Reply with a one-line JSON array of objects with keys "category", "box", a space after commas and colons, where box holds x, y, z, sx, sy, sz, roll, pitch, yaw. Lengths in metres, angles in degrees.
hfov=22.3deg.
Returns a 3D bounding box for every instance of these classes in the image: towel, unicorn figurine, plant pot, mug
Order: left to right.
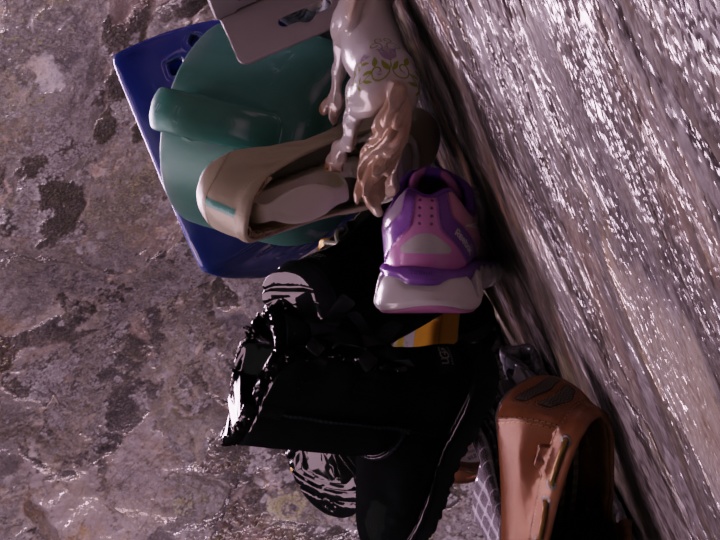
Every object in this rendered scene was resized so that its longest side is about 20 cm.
[{"category": "mug", "box": [-0.062, -0.087, 1.294, 0.185, 0.114, 0.153, -46, -37, -47]}, {"category": "plant pot", "box": [-0.067, -0.118, 1.530, 0.201, 0.179, 0.200, 66, -171, 6]}, {"category": "unicorn figurine", "box": [-0.001, -0.141, 1.159, 0.200, 0.073, 0.138, 57, 151, 37]}, {"category": "towel", "box": [0.127, 0.169, 1.246, 0.201, 0.085, 0.166, -115, 3, -47]}]

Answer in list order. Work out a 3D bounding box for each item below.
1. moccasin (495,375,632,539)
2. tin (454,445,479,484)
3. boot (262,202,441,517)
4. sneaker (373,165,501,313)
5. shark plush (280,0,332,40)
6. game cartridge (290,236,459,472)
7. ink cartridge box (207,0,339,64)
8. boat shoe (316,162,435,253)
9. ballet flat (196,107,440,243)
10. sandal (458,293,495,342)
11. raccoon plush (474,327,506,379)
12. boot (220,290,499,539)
[{"category": "moccasin", "box": [0.126, 0.157, 1.061, 0.077, 0.073, 0.203, 24, 125, 44]}, {"category": "tin", "box": [0.070, 0.089, 1.617, 0.201, 0.111, 0.042, 66, 152, 12]}, {"category": "boot", "box": [0.013, 0.058, 1.340, 0.076, 0.168, 0.202, 3, 112, 39]}, {"category": "sneaker", "box": [0.051, -0.027, 1.218, 0.200, 0.080, 0.089, -53, -39, -81]}, {"category": "shark plush", "box": [-0.027, -0.185, 1.366, 0.200, 0.083, 0.092, 48, -149, -59]}, {"category": "game cartridge", "box": [0.012, 0.065, 1.471, 0.176, 0.032, 0.202, -9, 72, 52]}, {"category": "ink cartridge box", "box": [-0.070, -0.251, 1.235, 0.067, 0.115, 0.201, 71, 175, -63]}, {"category": "boat shoe", "box": [0.000, 0.000, 1.435, 0.063, 0.201, 0.071, 16, -166, -35]}, {"category": "ballet flat", "box": [-0.013, -0.061, 1.216, 0.069, 0.199, 0.070, 34, 134, 45]}, {"category": "sandal", "box": [0.056, -0.006, 1.516, 0.200, 0.075, 0.045, -129, 20, -56]}, {"category": "raccoon plush", "box": [0.046, 0.066, 1.571, 0.200, 0.133, 0.097, -115, 1, -50]}, {"category": "boot", "box": [-0.013, 0.109, 1.206, 0.074, 0.161, 0.199, -108, 34, -49]}]
